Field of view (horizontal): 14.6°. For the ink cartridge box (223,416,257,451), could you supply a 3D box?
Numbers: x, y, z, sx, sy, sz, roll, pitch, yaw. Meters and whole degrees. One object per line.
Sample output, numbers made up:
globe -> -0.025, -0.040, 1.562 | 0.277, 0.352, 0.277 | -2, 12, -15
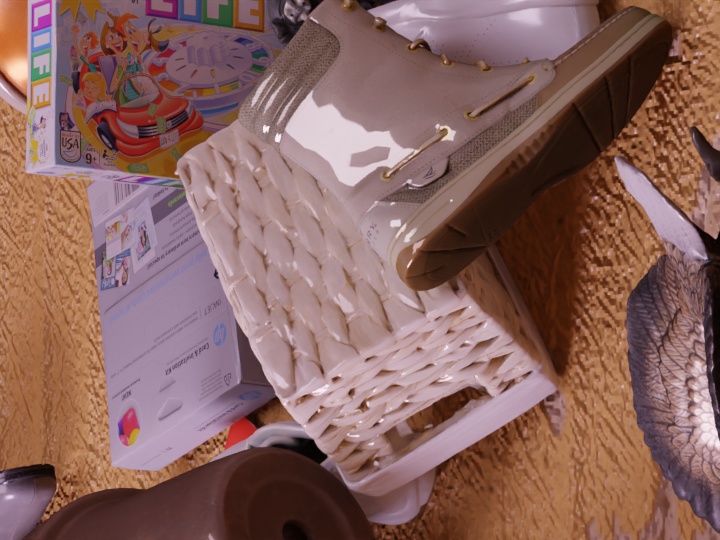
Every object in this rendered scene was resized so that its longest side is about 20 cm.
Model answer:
ink cartridge box -> -0.086, 0.210, 1.752 | 0.160, 0.047, 0.200 | 44, 121, 46

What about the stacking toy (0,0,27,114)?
stacking toy -> -0.157, -0.194, 1.852 | 0.200, 0.146, 0.146 | -23, 67, 32

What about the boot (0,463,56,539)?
boot -> -0.247, 0.227, 1.958 | 0.200, 0.070, 0.132 | -53, 50, 50

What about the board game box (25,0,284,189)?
board game box -> -0.106, -0.117, 1.689 | 0.034, 0.200, 0.135 | -10, 78, 52

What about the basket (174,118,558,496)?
basket -> 0.000, 0.000, 1.559 | 0.135, 0.123, 0.200 | -31, 56, 7

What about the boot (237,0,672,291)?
boot -> 0.051, -0.101, 1.486 | 0.200, 0.072, 0.155 | -41, 63, -12

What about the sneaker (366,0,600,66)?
sneaker -> 0.057, -0.113, 1.587 | 0.200, 0.075, 0.089 | -8, 91, 51

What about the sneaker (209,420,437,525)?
sneaker -> -0.045, 0.117, 1.671 | 0.200, 0.080, 0.071 | -15, 64, 49

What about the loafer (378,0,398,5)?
loafer -> 0.026, -0.208, 1.572 | 0.071, 0.073, 0.200 | 43, 165, 3

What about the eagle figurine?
eagle figurine -> 0.189, 0.040, 1.347 | 0.151, 0.152, 0.200 | 17, 95, 32

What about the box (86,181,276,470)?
box -> -0.114, 0.009, 1.807 | 0.156, 0.041, 0.200 | -34, 55, 46

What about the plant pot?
plant pot -> -0.084, 0.188, 1.576 | 0.175, 0.200, 0.200 | -41, 55, 40

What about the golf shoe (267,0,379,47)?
golf shoe -> -0.018, -0.230, 1.709 | 0.088, 0.077, 0.200 | -161, 81, -73
